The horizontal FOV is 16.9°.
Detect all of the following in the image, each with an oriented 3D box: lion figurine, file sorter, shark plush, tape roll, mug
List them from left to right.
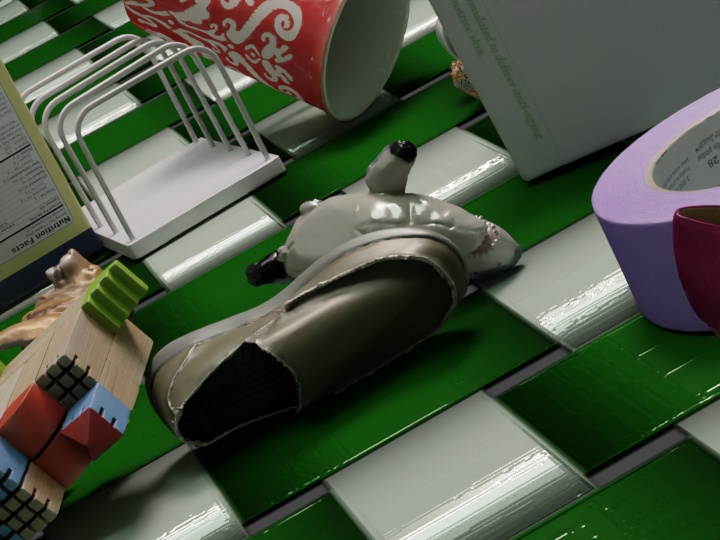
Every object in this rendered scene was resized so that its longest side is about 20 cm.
[{"bbox_3d":[-0.187,0.059,1.574,0.122,0.073,0.200,-17,29,-13],"label":"lion figurine"},{"bbox_3d":[-0.175,-0.106,1.926,0.138,0.125,0.200,-32,18,-15],"label":"file sorter"},{"bbox_3d":[-0.077,-0.198,1.942,0.199,0.178,0.134,21,55,23],"label":"mug"},{"bbox_3d":[0.000,0.000,1.466,0.200,0.083,0.091,-26,56,41],"label":"shark plush"},{"bbox_3d":[0.222,-0.048,1.248,0.199,0.066,0.200,-25,17,8],"label":"tape roll"}]

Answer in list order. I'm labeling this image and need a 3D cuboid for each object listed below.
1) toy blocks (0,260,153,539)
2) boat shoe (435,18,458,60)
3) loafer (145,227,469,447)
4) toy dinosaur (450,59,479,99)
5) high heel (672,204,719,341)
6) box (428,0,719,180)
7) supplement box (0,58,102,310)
[{"bbox_3d":[-0.192,0.103,1.352,0.200,0.100,0.137,-41,18,23],"label":"toy blocks"},{"bbox_3d":[0.132,-0.209,1.863,0.202,0.075,0.065,-32,11,-30],"label":"boat shoe"},{"bbox_3d":[-0.027,0.047,1.358,0.199,0.075,0.070,-29,27,10],"label":"loafer"},{"bbox_3d":[0.162,-0.183,1.749,0.199,0.102,0.136,-3,38,14],"label":"toy dinosaur"},{"bbox_3d":[0.240,-0.018,1.071,0.199,0.096,0.067,-25,17,8],"label":"high heel"},{"bbox_3d":[0.157,-0.202,1.573,0.199,0.200,0.171,-23,17,17],"label":"box"},{"bbox_3d":[-0.332,-0.080,1.952,0.134,0.200,0.200,-31,17,-15],"label":"supplement box"}]
